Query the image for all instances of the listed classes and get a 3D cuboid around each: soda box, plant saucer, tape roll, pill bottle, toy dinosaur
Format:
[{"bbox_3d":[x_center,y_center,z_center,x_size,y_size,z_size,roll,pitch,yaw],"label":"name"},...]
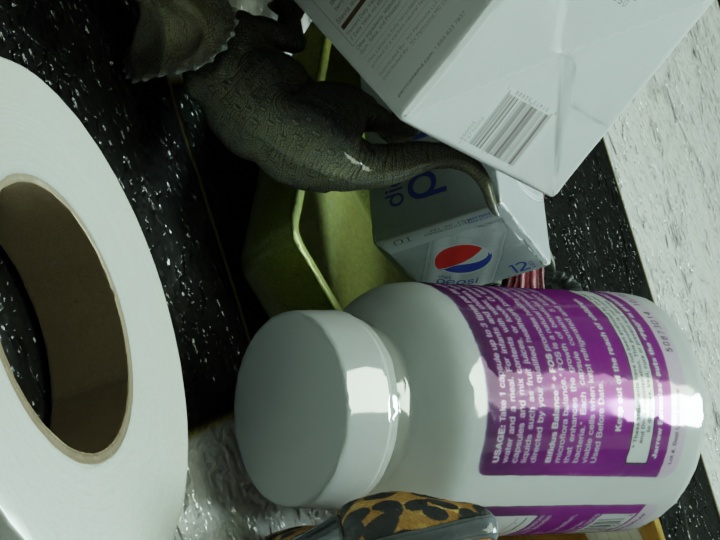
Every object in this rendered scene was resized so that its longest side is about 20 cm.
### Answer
[{"bbox_3d":[0.042,-0.091,1.262,0.063,0.068,0.201,47,32,-51],"label":"soda box"},{"bbox_3d":[0.000,0.000,1.267,0.201,0.048,0.200,-81,148,-51],"label":"plant saucer"},{"bbox_3d":[-0.123,0.022,0.925,0.203,0.037,0.204,-17,90,-72],"label":"tape roll"},{"bbox_3d":[0.047,0.062,1.139,0.199,0.112,0.113,3,67,-38],"label":"pill bottle"},{"bbox_3d":[-0.033,-0.070,1.131,0.200,0.077,0.102,44,32,5],"label":"toy dinosaur"}]

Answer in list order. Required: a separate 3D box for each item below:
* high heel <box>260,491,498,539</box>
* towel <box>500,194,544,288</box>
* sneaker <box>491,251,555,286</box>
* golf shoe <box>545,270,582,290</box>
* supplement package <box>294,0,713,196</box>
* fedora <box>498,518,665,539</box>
[{"bbox_3d":[0.015,0.128,1.057,0.200,0.142,0.072,15,60,-68],"label":"high heel"},{"bbox_3d":[0.075,0.051,1.344,0.144,0.023,0.201,-84,179,-53],"label":"towel"},{"bbox_3d":[0.044,-0.062,1.429,0.200,0.077,0.086,61,11,-50],"label":"sneaker"},{"bbox_3d":[0.124,0.102,1.513,0.094,0.077,0.201,59,18,-83],"label":"golf shoe"},{"bbox_3d":[0.036,-0.150,1.143,0.121,0.120,0.200,23,21,-48],"label":"supplement package"},{"bbox_3d":[0.086,0.186,1.251,0.200,0.081,0.202,-175,-90,-72],"label":"fedora"}]
